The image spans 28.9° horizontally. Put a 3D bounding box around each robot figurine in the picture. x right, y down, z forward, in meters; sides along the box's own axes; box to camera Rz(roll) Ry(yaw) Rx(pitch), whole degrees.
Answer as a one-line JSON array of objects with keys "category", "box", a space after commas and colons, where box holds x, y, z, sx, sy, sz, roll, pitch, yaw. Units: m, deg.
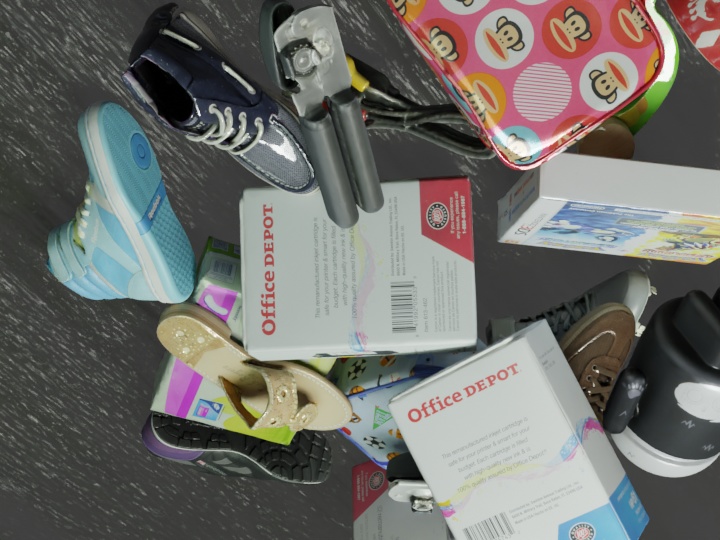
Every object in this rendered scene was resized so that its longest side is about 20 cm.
[{"category": "robot figurine", "box": [0.311, 0.105, 1.329, 0.149, 0.125, 0.201, 18, 131, -1]}]

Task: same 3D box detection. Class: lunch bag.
[{"category": "lunch bag", "box": [0.126, -0.194, 1.020, 0.176, 0.082, 0.200, -35, 105, 7]}, {"category": "lunch bag", "box": [0.069, 0.133, 1.358, 0.199, 0.076, 0.160, -16, 130, 41]}]

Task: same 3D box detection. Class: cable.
[{"category": "cable", "box": [0.020, -0.124, 1.131, 0.199, 0.050, 0.097, 31, 142, 18]}]

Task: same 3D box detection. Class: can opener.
[{"category": "can opener", "box": [-0.032, -0.128, 1.114, 0.053, 0.067, 0.201, -32, 133, -18]}, {"category": "can opener", "box": [0.122, 0.205, 1.324, 0.198, 0.067, 0.053, 5, 152, 4]}]

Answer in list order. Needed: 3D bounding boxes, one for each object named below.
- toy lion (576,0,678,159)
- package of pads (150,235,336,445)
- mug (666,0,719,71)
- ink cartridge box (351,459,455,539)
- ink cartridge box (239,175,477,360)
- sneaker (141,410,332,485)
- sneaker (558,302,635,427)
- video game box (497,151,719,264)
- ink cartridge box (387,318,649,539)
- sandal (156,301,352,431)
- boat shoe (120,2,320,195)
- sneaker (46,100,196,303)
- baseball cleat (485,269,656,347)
[{"category": "toy lion", "box": [0.171, -0.196, 1.108, 0.199, 0.069, 0.192, 24, 121, -19]}, {"category": "package of pads", "box": [-0.103, 0.074, 1.345, 0.154, 0.068, 0.201, 16, 131, -12]}, {"category": "mug", "box": [0.313, -0.256, 1.012, 0.200, 0.134, 0.178, -35, 108, 33]}, {"category": "ink cartridge box", "box": [0.096, 0.246, 1.442, 0.199, 0.147, 0.083, -23, 131, 20]}, {"category": "ink cartridge box", "box": [0.000, 0.000, 1.218, 0.198, 0.147, 0.083, -2, 172, 4]}, {"category": "sneaker", "box": [-0.129, 0.181, 1.455, 0.199, 0.076, 0.088, 19, 150, -14]}, {"category": "sneaker", "box": [0.197, 0.126, 1.258, 0.070, 0.076, 0.201, 17, 113, -36]}, {"category": "video game box", "box": [0.227, -0.050, 1.178, 0.198, 0.047, 0.182, 6, 172, -4]}, {"category": "ink cartridge box", "box": [0.135, 0.162, 1.200, 0.144, 0.085, 0.201, -28, 89, 25]}, {"category": "sandal", "box": [-0.102, 0.114, 1.285, 0.211, 0.070, 0.078, 35, 126, -21]}, {"category": "boat shoe", "box": [-0.110, -0.119, 1.128, 0.200, 0.093, 0.075, 42, 122, -13]}, {"category": "sneaker", "box": [-0.237, -0.051, 1.234, 0.130, 0.080, 0.201, -6, 121, 21]}, {"category": "baseball cleat", "box": [0.185, 0.060, 1.325, 0.106, 0.070, 0.200, 24, 127, -20]}]
